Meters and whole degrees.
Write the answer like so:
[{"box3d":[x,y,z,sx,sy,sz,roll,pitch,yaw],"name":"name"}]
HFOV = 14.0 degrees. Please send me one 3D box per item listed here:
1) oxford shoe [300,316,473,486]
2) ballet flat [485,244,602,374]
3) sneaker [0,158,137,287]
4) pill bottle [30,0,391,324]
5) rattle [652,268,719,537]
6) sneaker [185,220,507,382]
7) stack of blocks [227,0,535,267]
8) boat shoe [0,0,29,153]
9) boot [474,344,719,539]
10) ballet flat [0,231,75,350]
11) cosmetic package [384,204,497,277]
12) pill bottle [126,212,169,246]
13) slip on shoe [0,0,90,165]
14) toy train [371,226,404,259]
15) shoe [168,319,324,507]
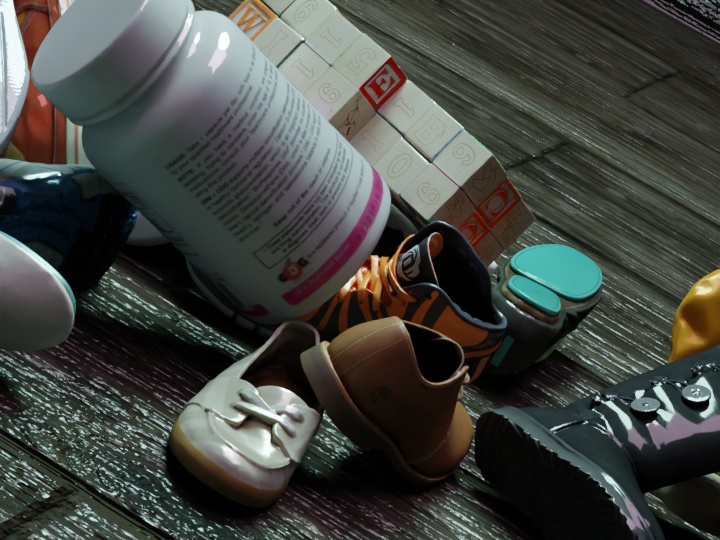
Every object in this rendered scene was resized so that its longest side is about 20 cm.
[{"box3d":[0.035,0.071,1.639,0.072,0.071,0.200,61,9,20],"name":"oxford shoe"},{"box3d":[0.111,0.029,1.968,0.068,0.069,0.200,32,16,10],"name":"ballet flat"},{"box3d":[-0.203,-0.039,1.660,0.086,0.075,0.200,29,14,28],"name":"sneaker"},{"box3d":[-0.085,-0.073,1.651,0.200,0.113,0.113,45,7,-27],"name":"pill bottle"},{"box3d":[0.239,0.106,1.825,0.130,0.143,0.200,43,5,-15],"name":"rattle"},{"box3d":[0.000,0.000,1.764,0.199,0.112,0.078,23,52,-15],"name":"sneaker"},{"box3d":[0.011,-0.094,1.830,0.200,0.059,0.115,44,-3,34],"name":"stack of blocks"},{"box3d":[-0.229,-0.118,1.647,0.072,0.071,0.201,16,46,-19],"name":"boat shoe"},{"box3d":[0.191,0.115,1.708,0.199,0.066,0.165,-10,39,-33],"name":"boot"},{"box3d":[-0.241,-0.005,1.522,0.199,0.070,0.069,30,15,22],"name":"ballet flat"},{"box3d":[0.007,-0.026,1.952,0.112,0.081,0.200,22,18,-18],"name":"cosmetic package"},{"box3d":[-0.114,-0.086,1.876,0.111,0.112,0.200,29,16,6],"name":"pill bottle"},{"box3d":[-0.200,-0.133,1.764,0.061,0.074,0.201,-3,57,-9],"name":"slip on shoe"},{"box3d":[-0.018,-0.047,1.802,0.200,0.034,0.046,47,2,-25],"name":"toy train"},{"box3d":[-0.055,0.073,1.578,0.070,0.054,0.200,28,15,1],"name":"shoe"}]
